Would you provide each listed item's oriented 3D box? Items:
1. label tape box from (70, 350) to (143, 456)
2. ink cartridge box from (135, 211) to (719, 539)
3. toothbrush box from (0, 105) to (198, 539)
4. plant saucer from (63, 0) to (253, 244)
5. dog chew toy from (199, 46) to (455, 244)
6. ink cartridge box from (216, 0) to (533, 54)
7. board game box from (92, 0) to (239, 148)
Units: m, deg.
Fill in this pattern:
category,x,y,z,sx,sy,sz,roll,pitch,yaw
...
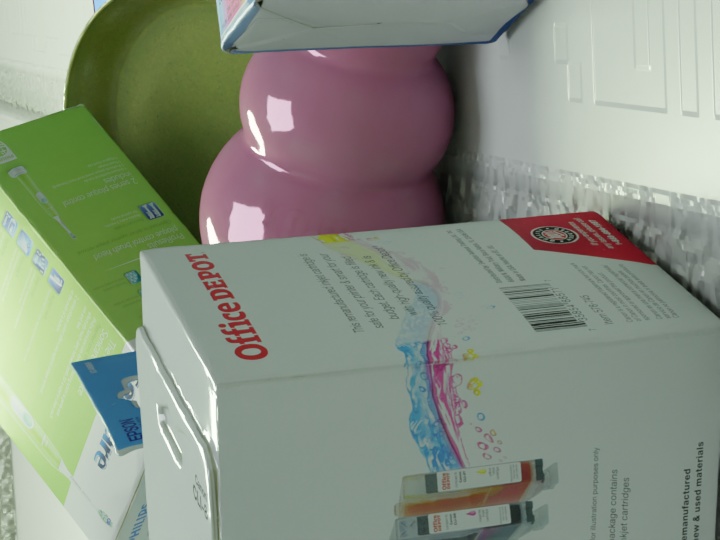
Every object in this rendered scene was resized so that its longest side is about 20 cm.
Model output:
category,x,y,z,sx,sy,sz,roll,pitch,yaw
label tape box,-0.024,0.076,1.160,0.143,0.200,0.066,-140,45,-70
ink cartridge box,0.022,0.071,0.981,0.145,0.200,0.145,-127,35,-65
toothbrush box,-0.148,0.033,1.390,0.200,0.086,0.146,49,138,24
plant saucer,-0.080,-0.069,1.398,0.200,0.031,0.200,16,119,31
dog chew toy,-0.009,-0.069,1.236,0.125,0.124,0.200,-118,37,-58
ink cartridge box,-0.003,-0.204,1.122,0.076,0.136,0.200,146,119,-68
board game box,-0.072,-0.137,1.418,0.200,0.019,0.103,-12,83,39
